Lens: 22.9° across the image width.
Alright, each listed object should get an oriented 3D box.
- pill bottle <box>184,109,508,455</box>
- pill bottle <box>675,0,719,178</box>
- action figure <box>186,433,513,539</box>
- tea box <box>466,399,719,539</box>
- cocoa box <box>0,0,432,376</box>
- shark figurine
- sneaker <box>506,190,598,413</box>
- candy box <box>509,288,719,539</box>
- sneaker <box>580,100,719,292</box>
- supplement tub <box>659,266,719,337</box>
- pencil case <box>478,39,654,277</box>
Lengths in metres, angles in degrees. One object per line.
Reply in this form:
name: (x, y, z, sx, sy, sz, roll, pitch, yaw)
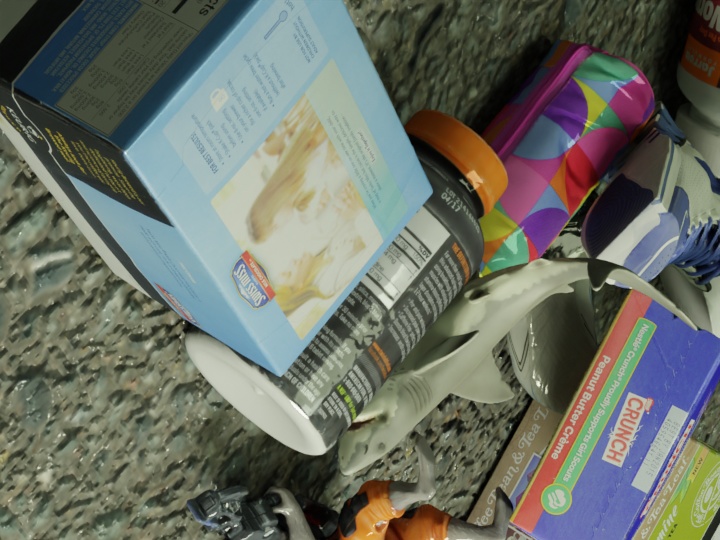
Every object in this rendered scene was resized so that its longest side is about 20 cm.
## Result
pill bottle: (0.000, 0.000, 1.024, 0.200, 0.106, 0.106, -49, 145, -17)
pill bottle: (0.293, -0.171, 1.291, 0.109, 0.109, 0.200, -17, 127, -47)
action figure: (-0.020, 0.178, 1.101, 0.193, 0.105, 0.200, -32, 156, 17)
tea box: (0.191, 0.205, 1.412, 0.197, 0.134, 0.200, 27, 91, -57)
cocoa box: (-0.075, -0.069, 0.848, 0.133, 0.131, 0.200, -51, 146, -15)
shark figurine: (0.084, 0.044, 1.058, 0.214, 0.128, 0.090, -32, 119, 14)
sneaker: (0.129, 0.004, 1.255, 0.072, 0.072, 0.200, -13, 115, -18)
candy box: (0.174, 0.115, 1.187, 0.169, 0.077, 0.200, -61, 169, -3)
sneaker: (0.214, -0.033, 1.161, 0.081, 0.115, 0.199, -45, -172, 24)
supplement tub: (0.341, -0.019, 1.379, 0.200, 0.146, 0.146, -19, 137, -4)
pencil case: (0.105, -0.060, 1.147, 0.200, 0.088, 0.088, -51, 146, -18)
